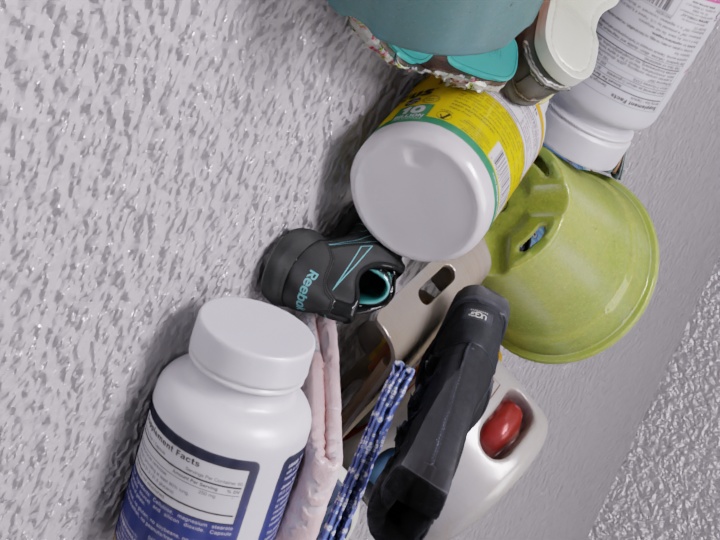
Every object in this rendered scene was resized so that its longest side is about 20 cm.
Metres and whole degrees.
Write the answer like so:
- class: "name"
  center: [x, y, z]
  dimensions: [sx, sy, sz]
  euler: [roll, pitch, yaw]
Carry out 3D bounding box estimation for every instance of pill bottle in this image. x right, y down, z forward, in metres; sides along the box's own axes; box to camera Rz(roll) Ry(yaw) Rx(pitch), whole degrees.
- class: "pill bottle"
  center: [-0.097, 0.125, 0.923]
  dimensions: [0.111, 0.110, 0.202]
  euler: [-22, 136, -59]
- class: "pill bottle"
  center: [0.079, -0.102, 1.047]
  dimensions: [0.200, 0.112, 0.114]
  euler: [-51, 158, -49]
- class: "pill bottle"
  center: [0.231, -0.195, 1.171]
  dimensions: [0.113, 0.113, 0.201]
  euler: [-28, 152, -56]

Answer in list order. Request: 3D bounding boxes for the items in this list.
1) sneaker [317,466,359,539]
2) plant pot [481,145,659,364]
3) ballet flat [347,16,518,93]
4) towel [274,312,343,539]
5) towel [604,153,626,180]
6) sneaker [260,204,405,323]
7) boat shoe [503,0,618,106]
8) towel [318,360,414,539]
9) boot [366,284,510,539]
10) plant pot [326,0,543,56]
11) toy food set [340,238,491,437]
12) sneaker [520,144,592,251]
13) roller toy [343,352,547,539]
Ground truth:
- class: "sneaker"
  center: [-0.056, 0.254, 1.221]
  dimensions: [0.085, 0.074, 0.202]
  euler: [-46, 154, -47]
- class: "plant pot"
  center: [0.160, -0.032, 1.266]
  dimensions: [0.202, 0.199, 0.184]
  euler: [-61, 147, -3]
- class: "ballet flat"
  center: [0.036, -0.167, 0.932]
  dimensions: [0.199, 0.063, 0.077]
  euler: [22, 79, -50]
- class: "towel"
  center: [-0.054, 0.159, 1.036]
  dimensions: [0.192, 0.032, 0.202]
  euler: [-94, -161, -56]
- class: "towel"
  center: [0.257, -0.204, 1.356]
  dimensions: [0.147, 0.021, 0.202]
  euler: [-96, -167, -75]
- class: "sneaker"
  center: [0.000, 0.000, 1.047]
  dimensions: [0.200, 0.079, 0.076]
  euler: [-29, 140, -58]
- class: "boat shoe"
  center: [0.155, -0.204, 1.053]
  dimensions: [0.060, 0.072, 0.203]
  euler: [-34, -156, 41]
- class: "towel"
  center: [0.000, 0.166, 1.022]
  dimensions: [0.145, 0.024, 0.202]
  euler: [61, 52, -83]
- class: "boot"
  center: [0.057, 0.133, 1.029]
  dimensions: [0.201, 0.065, 0.166]
  euler: [-69, 170, -45]
- class: "plant pot"
  center: [0.058, -0.242, 0.758]
  dimensions: [0.200, 0.199, 0.197]
  euler: [-44, 160, -39]
- class: "toy food set"
  center: [0.021, 0.058, 1.143]
  dimensions: [0.143, 0.060, 0.200]
  euler: [-41, 170, -40]
- class: "sneaker"
  center: [0.187, -0.048, 1.431]
  dimensions: [0.090, 0.078, 0.202]
  euler: [-34, 145, -45]
- class: "roller toy"
  center: [0.072, 0.152, 1.258]
  dimensions: [0.200, 0.140, 0.182]
  euler: [-42, -178, -2]
